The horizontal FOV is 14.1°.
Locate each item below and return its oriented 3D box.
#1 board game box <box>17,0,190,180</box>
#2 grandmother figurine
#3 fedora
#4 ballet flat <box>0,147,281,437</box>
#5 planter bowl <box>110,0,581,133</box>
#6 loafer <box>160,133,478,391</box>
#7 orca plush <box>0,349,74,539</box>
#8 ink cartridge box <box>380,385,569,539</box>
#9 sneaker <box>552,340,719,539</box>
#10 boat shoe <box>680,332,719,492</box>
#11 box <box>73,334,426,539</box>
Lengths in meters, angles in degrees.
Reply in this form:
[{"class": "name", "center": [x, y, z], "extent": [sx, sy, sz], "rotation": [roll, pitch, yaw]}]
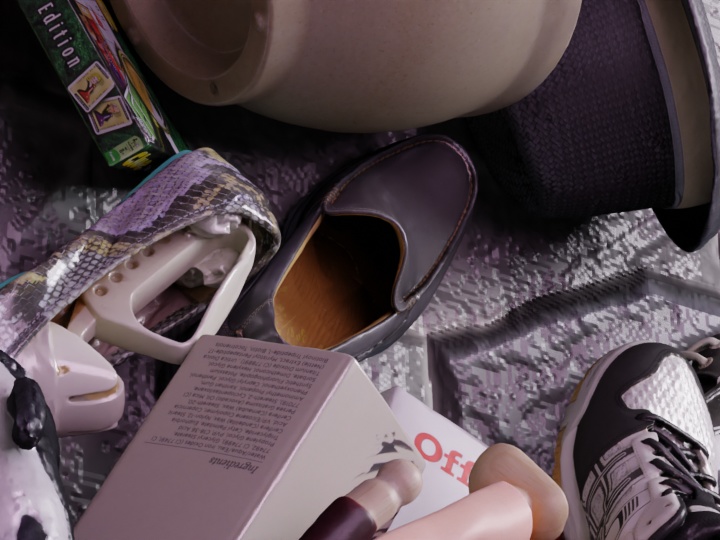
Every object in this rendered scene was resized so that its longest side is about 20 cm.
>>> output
[{"class": "board game box", "center": [-0.130, -0.127, 1.177], "extent": [0.023, 0.105, 0.200], "rotation": [-30, 84, 3]}, {"class": "grandmother figurine", "center": [-0.005, 0.125, 1.015], "extent": [0.200, 0.061, 0.121], "rotation": [-15, 107, -50]}, {"class": "fedora", "center": [0.092, -0.096, 1.299], "extent": [0.092, 0.201, 0.201], "rotation": [-17, 74, -9]}, {"class": "ballet flat", "center": [-0.102, 0.022, 1.106], "extent": [0.200, 0.072, 0.072], "rotation": [-40, 92, -34]}, {"class": "planter bowl", "center": [-0.024, -0.141, 1.196], "extent": [0.135, 0.200, 0.200], "rotation": [-23, 81, -34]}, {"class": "loafer", "center": [0.000, 0.000, 1.211], "extent": [0.073, 0.072, 0.200], "rotation": [45, 47, -6]}, {"class": "orca plush", "center": [-0.103, 0.099, 0.985], "extent": [0.071, 0.105, 0.200], "rotation": [19, 15, -28]}, {"class": "ink cartridge box", "center": [0.021, 0.169, 1.126], "extent": [0.146, 0.086, 0.200], "rotation": [33, 51, -17]}, {"class": "sneaker", "center": [0.121, 0.104, 1.122], "extent": [0.076, 0.088, 0.200], "rotation": [27, 49, -21]}, {"class": "boat shoe", "center": [0.161, 0.063, 1.302], "extent": [0.200, 0.071, 0.064], "rotation": [-15, 76, -49]}, {"class": "box", "center": [-0.063, 0.121, 1.053], "extent": [0.200, 0.082, 0.068], "rotation": [-57, 133, -27]}]
